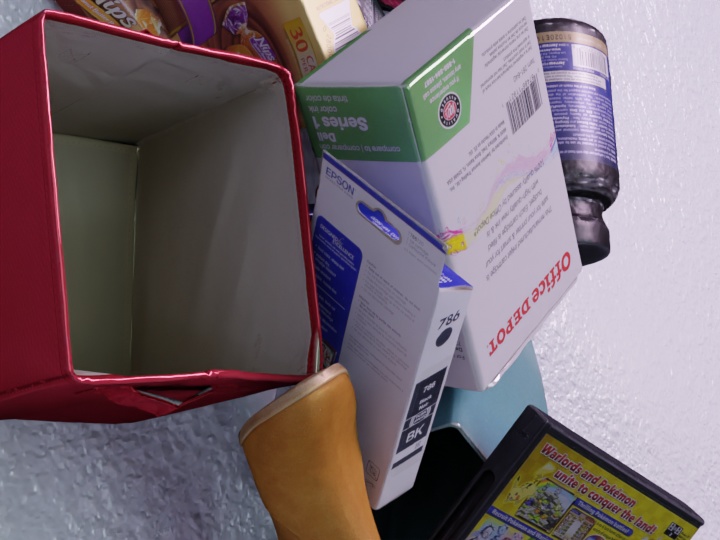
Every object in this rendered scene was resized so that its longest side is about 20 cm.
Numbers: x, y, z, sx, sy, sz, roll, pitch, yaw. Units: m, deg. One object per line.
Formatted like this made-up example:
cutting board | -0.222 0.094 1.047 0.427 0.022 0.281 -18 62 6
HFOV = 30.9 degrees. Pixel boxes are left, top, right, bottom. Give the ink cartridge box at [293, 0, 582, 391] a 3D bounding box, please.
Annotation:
ink cartridge box | 0.055 -0.051 0.793 0.145 0.083 0.202 -43 127 -42

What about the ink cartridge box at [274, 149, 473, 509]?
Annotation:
ink cartridge box | 0.006 0.033 0.738 0.039 0.202 0.099 -25 53 -37

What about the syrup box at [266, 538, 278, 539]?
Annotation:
syrup box | 0.003 0.269 0.862 0.201 0.081 0.079 54 45 -25

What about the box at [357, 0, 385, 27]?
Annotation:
box | 0.018 -0.122 0.960 0.159 0.048 0.201 57 14 -22

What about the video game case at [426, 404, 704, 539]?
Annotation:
video game case | 0.116 0.198 0.848 0.199 0.025 0.182 33 97 -39

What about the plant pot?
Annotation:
plant pot | 0.051 0.085 0.925 0.142 0.140 0.202 50 35 -34

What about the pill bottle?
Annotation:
pill bottle | 0.170 -0.109 1.149 0.111 0.111 0.203 15 67 -45

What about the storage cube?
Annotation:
storage cube | -0.146 -0.015 0.705 0.170 0.178 0.203 4 74 -48

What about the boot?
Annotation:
boot | -0.006 0.143 0.710 0.070 0.202 0.145 -26 72 -17

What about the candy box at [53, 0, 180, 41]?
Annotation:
candy box | -0.116 -0.212 0.895 0.116 0.055 0.201 53 45 -25

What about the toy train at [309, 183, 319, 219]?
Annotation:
toy train | 0.000 0.000 0.881 0.198 0.116 0.086 -1 121 -38

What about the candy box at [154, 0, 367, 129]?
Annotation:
candy box | -0.073 -0.185 0.805 0.056 0.116 0.202 -39 111 -46

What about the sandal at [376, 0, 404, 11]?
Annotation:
sandal | 0.030 -0.224 1.062 0.045 0.075 0.200 -53 133 -3
